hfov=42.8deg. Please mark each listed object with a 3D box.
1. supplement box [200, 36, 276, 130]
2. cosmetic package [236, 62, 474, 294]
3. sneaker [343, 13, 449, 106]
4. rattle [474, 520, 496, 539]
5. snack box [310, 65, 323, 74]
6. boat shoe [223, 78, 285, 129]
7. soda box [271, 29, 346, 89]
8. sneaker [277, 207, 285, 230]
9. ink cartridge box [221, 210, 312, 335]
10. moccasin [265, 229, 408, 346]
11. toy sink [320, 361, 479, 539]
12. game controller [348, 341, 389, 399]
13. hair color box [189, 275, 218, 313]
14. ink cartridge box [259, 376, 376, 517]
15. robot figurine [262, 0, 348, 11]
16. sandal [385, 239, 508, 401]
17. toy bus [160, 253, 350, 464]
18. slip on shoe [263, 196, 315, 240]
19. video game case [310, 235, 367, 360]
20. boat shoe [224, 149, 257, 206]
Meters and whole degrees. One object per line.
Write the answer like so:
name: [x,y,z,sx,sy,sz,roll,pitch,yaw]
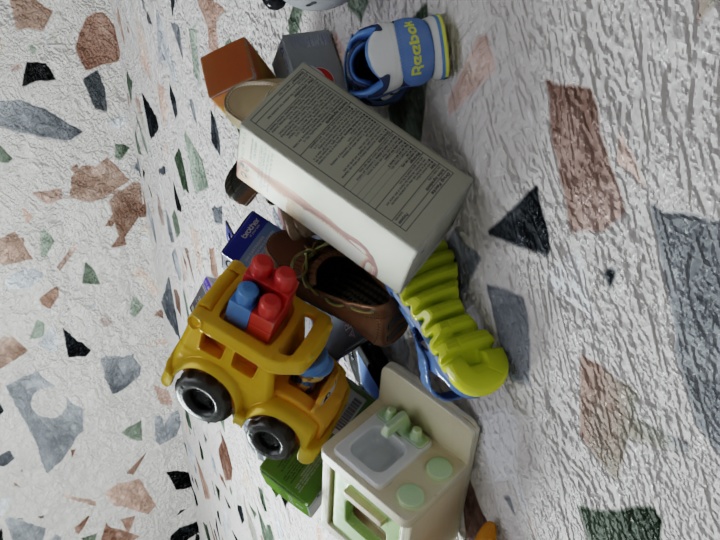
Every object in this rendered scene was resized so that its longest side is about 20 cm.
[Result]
supplement box: [-0.121,-0.201,1.145,0.200,0.068,0.067,43,-153,-61]
cosmetic package: [-0.009,-0.086,0.855,0.199,0.104,0.088,37,151,11]
sneaker: [0.014,-0.200,0.883,0.200,0.081,0.075,178,78,-72]
rattle: [0.161,0.381,0.923,0.200,0.143,0.130,41,175,35]
snack box: [-0.020,-0.130,0.995,0.072,0.024,0.201,-46,62,17]
boat shoe: [-0.075,-0.172,0.980,0.198,0.065,0.073,19,89,31]
soda box: [-0.044,-0.177,1.085,0.068,0.063,0.203,132,123,-65]
sneaker: [-0.058,-0.046,1.198,0.200,0.074,0.106,-142,41,-66]
ink cartridge box: [-0.103,0.013,1.178,0.198,0.077,0.137,31,156,8]
moccasin: [-0.033,0.006,0.980,0.201,0.073,0.078,39,157,40]
toy sink: [0.035,0.225,0.990,0.130,0.112,0.202,33,138,28]
game controller: [0.026,0.153,1.133,0.201,0.042,0.105,-123,27,-45]
hair color box: [-0.129,0.081,1.286,0.065,0.198,0.110,-59,41,22]
ink cartridge box: [-0.046,0.227,1.147,0.075,0.148,0.201,33,161,14]
robot figurine: [-0.057,-0.356,0.927,0.151,0.123,0.202,90,159,-60]
sandal: [0.068,0.048,0.895,0.087,0.078,0.202,110,144,-54]
toy bus: [-0.092,0.080,0.980,0.198,0.136,0.193,30,133,3]
slip on shoe: [-0.088,-0.104,1.042,0.201,0.060,0.076,54,177,39]
video game case: [0.000,0.000,1.026,0.199,0.019,0.145,-37,66,42]
boat shoe: [-0.132,-0.145,1.275,0.076,0.074,0.201,-42,20,26]
